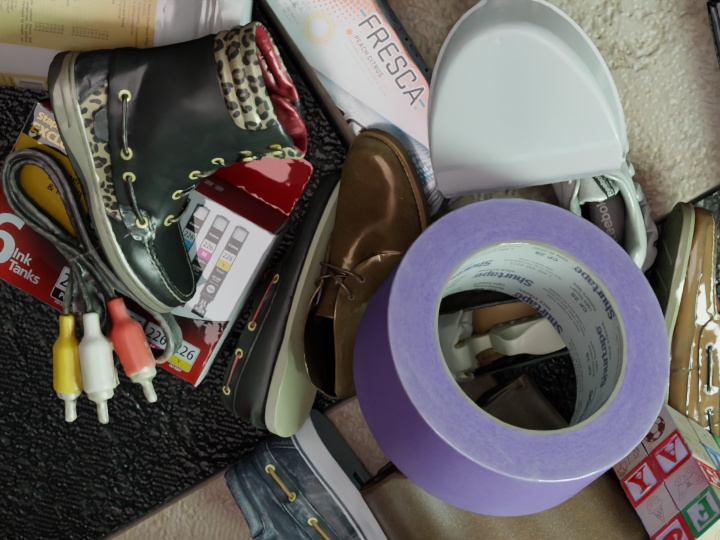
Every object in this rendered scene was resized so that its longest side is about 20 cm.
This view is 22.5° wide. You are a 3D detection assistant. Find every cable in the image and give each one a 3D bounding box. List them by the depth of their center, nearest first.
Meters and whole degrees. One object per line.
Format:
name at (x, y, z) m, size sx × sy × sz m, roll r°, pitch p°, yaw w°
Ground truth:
cable at (-0.191, 0.006, 1.279) m, size 0.097 × 0.050 × 0.200 m, roll -14°, pitch 102°, yaw 12°

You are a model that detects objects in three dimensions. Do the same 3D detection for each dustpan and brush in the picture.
dustpan and brush at (0.101, -0.160, 1.246) m, size 0.139 × 0.057 × 0.200 m, roll -8°, pitch 111°, yaw 17°

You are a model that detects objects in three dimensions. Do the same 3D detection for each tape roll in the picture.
tape roll at (0.101, 0.058, 1.223) m, size 0.200 × 0.085 × 0.200 m, roll 6°, pitch 66°, yaw -14°

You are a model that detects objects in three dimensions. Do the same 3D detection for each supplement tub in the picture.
supplement tub at (-0.178, -0.193, 1.271) m, size 0.200 × 0.145 × 0.145 m, roll 7°, pitch 102°, yaw -2°

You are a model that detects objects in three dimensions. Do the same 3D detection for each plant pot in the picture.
plant pot at (0.115, 0.195, 1.314) m, size 0.200 × 0.200 × 0.198 m, roll -36°, pitch 88°, yaw 11°

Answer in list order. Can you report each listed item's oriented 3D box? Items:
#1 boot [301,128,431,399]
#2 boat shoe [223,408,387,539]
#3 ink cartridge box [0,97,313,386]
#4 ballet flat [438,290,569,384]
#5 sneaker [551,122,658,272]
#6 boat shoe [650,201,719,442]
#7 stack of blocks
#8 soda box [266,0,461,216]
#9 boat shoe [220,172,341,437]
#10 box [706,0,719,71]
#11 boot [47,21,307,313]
boot at (0.000, 0.000, 1.290) m, size 0.074 × 0.075 × 0.200 m, roll 19°, pitch 117°, yaw 36°
boat shoe at (-0.016, 0.208, 1.386) m, size 0.091 × 0.071 × 0.200 m, roll -35°, pitch 91°, yaw 14°
ink cartridge box at (-0.161, -0.044, 1.336) m, size 0.200 × 0.084 × 0.176 m, roll 28°, pitch 103°, yaw 0°
ballet flat at (0.093, 0.047, 1.337) m, size 0.200 × 0.068 × 0.068 m, roll -17°, pitch 101°, yaw 9°
sneaker at (0.159, -0.085, 1.295) m, size 0.075 × 0.081 × 0.200 m, roll -24°, pitch 91°, yaw 11°
boat shoe at (0.246, 0.046, 1.327) m, size 0.068 × 0.072 × 0.200 m, roll 5°, pitch 112°, yaw 1°
stack of blocks at (0.278, 0.189, 1.304) m, size 0.200 × 0.115 × 0.059 m, roll 32°, pitch 111°, yaw -34°
soda box at (0.014, -0.136, 1.310) m, size 0.068 × 0.064 × 0.200 m, roll -33°, pitch 96°, yaw 11°
boat shoe at (-0.050, 0.019, 1.343) m, size 0.063 × 0.074 × 0.202 m, roll 20°, pitch 93°, yaw 29°
box at (0.364, -0.117, 1.289) m, size 0.200 × 0.050 × 0.199 m, roll -12°, pitch 99°, yaw 8°
boot at (-0.109, -0.070, 1.221) m, size 0.150 × 0.073 × 0.200 m, roll -13°, pitch 114°, yaw 14°
